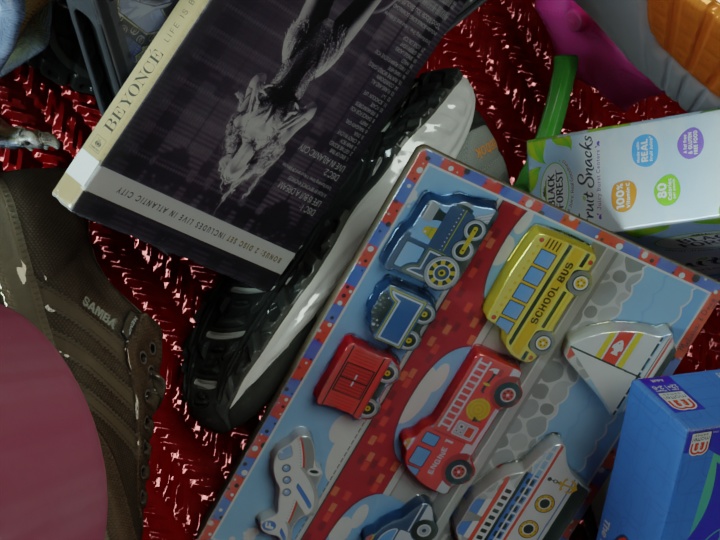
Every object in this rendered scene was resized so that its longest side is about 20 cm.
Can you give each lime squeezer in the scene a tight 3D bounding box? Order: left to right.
[{"bbox_3d":[0.077,0.003,1.026,0.038,0.071,0.201,-1,92,14],"label":"lime squeezer"}]

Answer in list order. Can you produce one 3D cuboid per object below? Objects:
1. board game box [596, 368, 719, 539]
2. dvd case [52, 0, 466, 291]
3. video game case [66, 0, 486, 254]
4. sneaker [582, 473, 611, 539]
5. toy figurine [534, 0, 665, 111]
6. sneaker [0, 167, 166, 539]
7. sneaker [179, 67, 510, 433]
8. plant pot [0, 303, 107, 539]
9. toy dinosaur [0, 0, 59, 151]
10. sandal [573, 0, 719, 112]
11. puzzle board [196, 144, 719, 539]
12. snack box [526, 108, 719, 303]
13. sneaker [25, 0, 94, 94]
[{"bbox_3d":[0.170,0.134,0.994,0.152,0.045,0.200,-7,121,-28],"label":"board game box"},{"bbox_3d":[-0.020,-0.091,0.879,0.016,0.149,0.200,37,96,29],"label":"dvd case"},{"bbox_3d":[-0.022,-0.124,0.880,0.200,0.181,0.025,-41,58,-21],"label":"video game case"},{"bbox_3d":[0.205,0.095,1.065,0.200,0.089,0.077,-19,85,-29],"label":"sneaker"},{"bbox_3d":[0.173,-0.133,1.097,0.184,0.200,0.151,4,110,-7],"label":"toy figurine"},{"bbox_3d":[-0.106,0.051,0.931,0.075,0.070,0.200,-12,82,-30],"label":"sneaker"},{"bbox_3d":[0.000,0.000,1.000,0.200,0.074,0.079,-48,116,-25],"label":"sneaker"},{"bbox_3d":[-0.198,0.088,0.817,0.179,0.200,0.200,-15,83,-45],"label":"plant pot"},{"bbox_3d":[-0.131,-0.138,0.887,0.199,0.105,0.182,5,92,0],"label":"toy dinosaur"},{"bbox_3d":[0.127,-0.135,0.979,0.207,0.079,0.059,39,68,-12],"label":"sandal"},{"bbox_3d":[0.042,0.062,0.959,0.150,0.017,0.200,24,109,-19],"label":"puzzle board"},{"bbox_3d":[0.183,-0.027,1.014,0.200,0.142,0.053,15,70,-55],"label":"snack box"},{"bbox_3d":[-0.078,-0.121,1.001,0.200,0.076,0.091,18,47,-16],"label":"sneaker"}]
